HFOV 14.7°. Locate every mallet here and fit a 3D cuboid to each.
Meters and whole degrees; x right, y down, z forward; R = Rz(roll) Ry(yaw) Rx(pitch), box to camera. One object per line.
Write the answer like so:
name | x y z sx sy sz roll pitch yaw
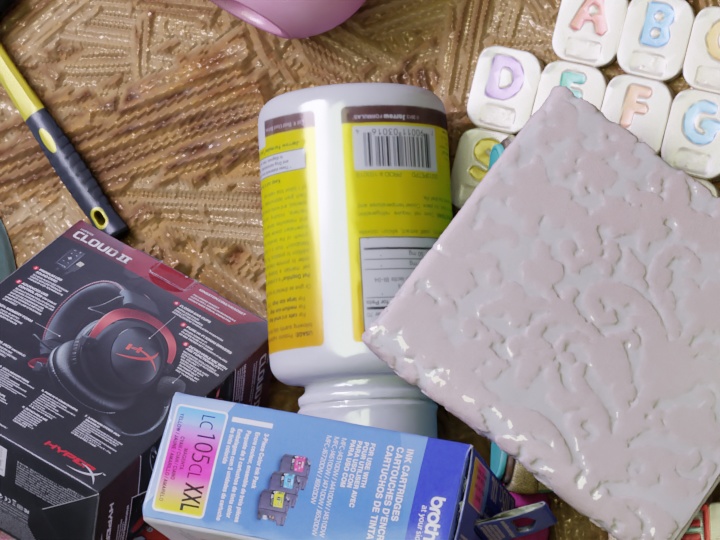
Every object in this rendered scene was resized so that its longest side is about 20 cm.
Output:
mallet | -0.195 -0.107 1.700 0.066 0.041 0.200 -45 77 14

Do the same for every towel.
towel | 0.131 0.026 1.505 0.200 0.032 0.191 37 71 1

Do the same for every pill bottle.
pill bottle | 0.000 0.000 1.580 0.109 0.109 0.201 -5 83 19

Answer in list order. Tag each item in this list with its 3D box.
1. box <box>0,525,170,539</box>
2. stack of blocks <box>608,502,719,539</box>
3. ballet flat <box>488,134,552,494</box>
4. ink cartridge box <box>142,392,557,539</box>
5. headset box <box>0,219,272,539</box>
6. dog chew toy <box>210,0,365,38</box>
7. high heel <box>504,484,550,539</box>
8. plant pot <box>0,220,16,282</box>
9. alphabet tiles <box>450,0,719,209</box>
box | -0.160 0.190 1.605 0.200 0.100 0.095 33 58 19
stack of blocks | 0.239 0.180 1.504 0.200 0.059 0.115 -6 83 19
ballet flat | 0.105 0.025 1.558 0.071 0.071 0.201 -3 82 19
ink cartridge box | 0.001 0.130 1.492 0.200 0.136 0.077 11 76 15
headset box | -0.152 0.065 1.597 0.148 0.200 0.075 27 133 19
dog chew toy | -0.023 -0.237 1.609 0.124 0.125 0.200 26 86 20
high heel | 0.012 0.158 1.593 0.200 0.067 0.096 -7 59 29
plant pot | -0.326 0.014 1.680 0.200 0.134 0.201 -2 84 20
alphabet tiles | 0.150 -0.061 1.583 0.200 0.015 0.196 14 89 21
